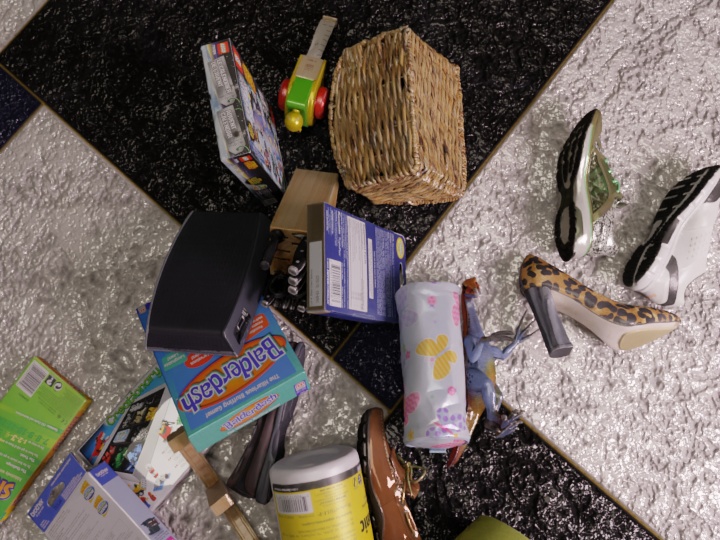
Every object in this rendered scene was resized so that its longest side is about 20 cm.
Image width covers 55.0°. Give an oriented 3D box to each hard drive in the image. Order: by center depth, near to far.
[{"bbox_3d":[-0.185,0.007,0.856,0.131,0.043,0.203,3,52,10],"label":"hard drive"}]

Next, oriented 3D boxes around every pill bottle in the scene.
[{"bbox_3d":[-0.038,0.320,0.813,0.108,0.111,0.205,-10,88,0],"label":"pill bottle"}]

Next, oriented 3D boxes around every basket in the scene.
[{"bbox_3d":[0.049,-0.192,0.930,0.140,0.148,0.206,-10,78,34],"label":"basket"}]

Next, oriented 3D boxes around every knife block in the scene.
[{"bbox_3d":[-0.075,-0.048,0.851,0.062,0.176,0.205,7,80,3],"label":"knife block"}]

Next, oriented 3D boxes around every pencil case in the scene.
[{"bbox_3d":[0.086,0.114,0.845,0.081,0.091,0.205,1,69,-8],"label":"pencil case"}]

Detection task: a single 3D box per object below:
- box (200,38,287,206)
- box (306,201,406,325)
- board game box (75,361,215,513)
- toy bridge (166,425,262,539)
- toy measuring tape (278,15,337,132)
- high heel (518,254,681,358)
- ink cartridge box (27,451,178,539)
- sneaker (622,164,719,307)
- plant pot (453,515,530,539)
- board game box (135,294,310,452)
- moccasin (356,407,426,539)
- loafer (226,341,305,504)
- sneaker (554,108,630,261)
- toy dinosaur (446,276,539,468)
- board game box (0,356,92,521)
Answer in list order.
[{"bbox_3d":[-0.139,-0.175,0.863,0.039,0.200,0.140,-13,80,4],"label":"box"},{"bbox_3d":[0.000,0.000,0.846,0.032,0.199,0.125,-7,77,31],"label":"box"},{"bbox_3d":[-0.249,0.198,0.885,0.126,0.035,0.200,42,84,8],"label":"board game box"},{"bbox_3d":[-0.173,0.277,0.848,0.027,0.067,0.203,-34,101,-15],"label":"toy bridge"},{"bbox_3d":[-0.068,-0.263,0.958,0.072,0.074,0.204,13,58,4],"label":"toy measuring tape"},{"bbox_3d":[0.305,0.030,0.889,0.195,0.072,0.145,-6,57,-13],"label":"high heel"},{"bbox_3d":[-0.304,0.324,0.843,0.199,0.042,0.120,42,108,6],"label":"ink cartridge box"},{"bbox_3d":[0.420,-0.043,0.895,0.079,0.074,0.202,34,87,-7],"label":"sneaker"},{"bbox_3d":[0.127,0.392,0.780,0.185,0.188,0.202,32,68,7],"label":"plant pot"},{"bbox_3d":[-0.171,0.094,0.844,0.150,0.045,0.201,-27,56,-13],"label":"board game box"},{"bbox_3d":[0.043,0.269,0.844,0.076,0.074,0.206,-12,77,-10],"label":"moccasin"},{"bbox_3d":[-0.119,0.184,0.868,0.061,0.072,0.205,12,83,8],"label":"loafer"},{"bbox_3d":[0.310,-0.108,0.910,0.086,0.077,0.206,8,85,-10],"label":"sneaker"},{"bbox_3d":[0.141,0.111,0.864,0.198,0.105,0.184,-32,62,7],"label":"toy dinosaur"},{"bbox_3d":[-0.445,0.223,0.892,0.095,0.030,0.202,34,80,8],"label":"board game box"}]
